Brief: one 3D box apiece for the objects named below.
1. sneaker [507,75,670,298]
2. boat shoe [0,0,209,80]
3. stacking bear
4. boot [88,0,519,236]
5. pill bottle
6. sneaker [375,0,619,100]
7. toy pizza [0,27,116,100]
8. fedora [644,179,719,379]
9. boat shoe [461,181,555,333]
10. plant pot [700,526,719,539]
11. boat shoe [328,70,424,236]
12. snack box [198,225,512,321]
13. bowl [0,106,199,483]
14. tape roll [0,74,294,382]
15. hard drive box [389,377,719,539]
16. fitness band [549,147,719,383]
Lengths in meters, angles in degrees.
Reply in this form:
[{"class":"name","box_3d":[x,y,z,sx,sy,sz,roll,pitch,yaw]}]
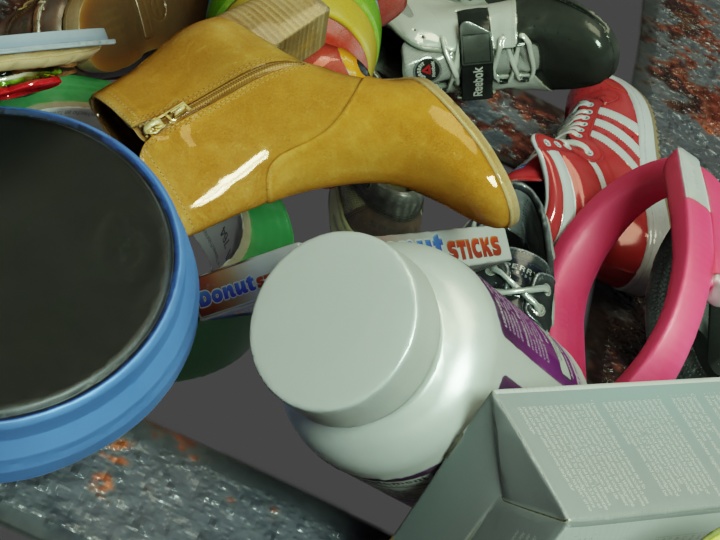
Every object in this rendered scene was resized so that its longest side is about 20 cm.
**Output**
[{"class":"sneaker","box_3d":[0.133,-0.074,1.274,0.112,0.071,0.200,17,37,-21]},{"class":"boat shoe","box_3d":[-0.147,-0.152,1.182,0.070,0.071,0.200,-7,6,26]},{"class":"stacking bear","box_3d":[-0.035,-0.129,1.143,0.122,0.113,0.200,52,20,-33]},{"class":"boot","box_3d":[-0.032,-0.054,1.000,0.144,0.071,0.201,-38,66,-22]},{"class":"pill bottle","box_3d":[0.029,0.052,0.929,0.112,0.112,0.200,52,8,31]},{"class":"sneaker","box_3d":[0.070,-0.142,1.298,0.199,0.074,0.089,12,42,26]},{"class":"toy pizza","box_3d":[-0.220,-0.095,0.970,0.199,0.032,0.200,-6,7,1]},{"class":"fedora","box_3d":[0.256,0.020,1.199,0.200,0.201,0.092,18,0,-14]},{"class":"boat shoe","box_3d":[0.081,0.018,1.119,0.072,0.068,0.200,24,34,-6]},{"class":"plant pot","box_3d":[0.151,0.211,0.813,0.200,0.185,0.201,19,35,-14]},{"class":"boat shoe","box_3d":[0.010,-0.081,1.202,0.072,0.066,0.201,14,37,-20]},{"class":"snack box","box_3d":[0.000,0.000,1.023,0.200,0.072,0.024,-7,81,-57]},{"class":"bowl","box_3d":[-0.176,0.004,0.918,0.200,0.039,0.201,2,53,-3]},{"class":"tape roll","box_3d":[-0.135,-0.026,1.046,0.200,0.048,0.201,19,36,-14]},{"class":"hard drive box","box_3d":[0.120,0.129,0.922,0.199,0.156,0.077,0,46,-35]},{"class":"fitness band","box_3d":[0.152,0.013,1.108,0.037,0.144,0.200,30,35,-17]}]
